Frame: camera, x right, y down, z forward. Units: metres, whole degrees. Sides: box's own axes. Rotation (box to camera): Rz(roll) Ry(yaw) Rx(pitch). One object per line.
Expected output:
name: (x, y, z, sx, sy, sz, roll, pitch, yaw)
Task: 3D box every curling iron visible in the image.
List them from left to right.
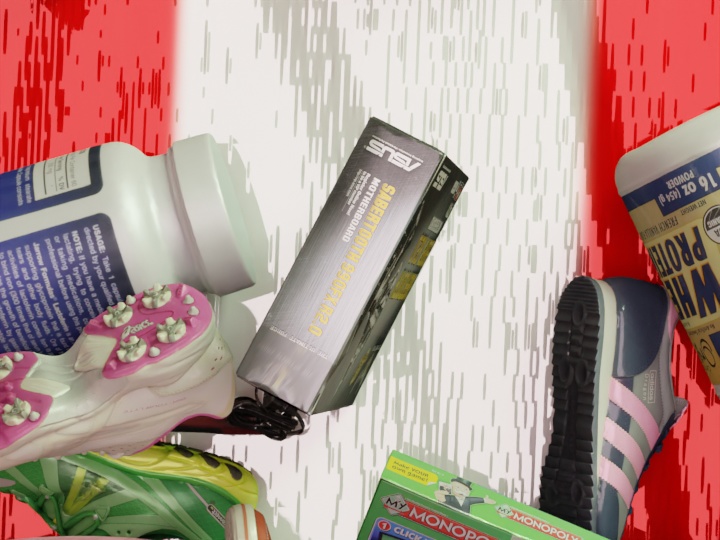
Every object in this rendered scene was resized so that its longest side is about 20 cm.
curling iron: (-0.130, 0.078, 1.472, 0.200, 0.050, 0.026, 5, 48, -10)

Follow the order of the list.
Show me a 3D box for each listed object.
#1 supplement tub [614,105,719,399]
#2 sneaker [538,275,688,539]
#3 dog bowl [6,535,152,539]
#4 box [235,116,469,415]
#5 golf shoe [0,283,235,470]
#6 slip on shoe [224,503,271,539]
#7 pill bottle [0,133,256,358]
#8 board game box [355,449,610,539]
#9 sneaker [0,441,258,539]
supplement tub: (0.247, -0.002, 1.419, 0.144, 0.144, 0.200, -26, 88, 3)
sneaker: (0.156, 0.103, 1.467, 0.082, 0.070, 0.200, 1, 102, -25)
dog bowl: (-0.160, 0.202, 1.424, 0.200, 0.200, 0.074, -2, 72, 3)
box: (0.000, 0.000, 1.405, 0.048, 0.200, 0.158, 27, 91, 6)
golf shoe: (-0.162, 0.083, 1.413, 0.200, 0.075, 0.092, -22, 133, 9)
slip on shoe: (-0.028, 0.217, 1.455, 0.061, 0.074, 0.200, -26, 110, -3)
pill bottle: (-0.169, -0.009, 1.457, 0.200, 0.116, 0.116, -16, 89, 3)
board game box: (0.089, 0.195, 1.448, 0.200, 0.029, 0.135, 23, 128, 3)
sneaker: (-0.163, 0.135, 1.477, 0.200, 0.074, 0.084, 11, 87, 3)
